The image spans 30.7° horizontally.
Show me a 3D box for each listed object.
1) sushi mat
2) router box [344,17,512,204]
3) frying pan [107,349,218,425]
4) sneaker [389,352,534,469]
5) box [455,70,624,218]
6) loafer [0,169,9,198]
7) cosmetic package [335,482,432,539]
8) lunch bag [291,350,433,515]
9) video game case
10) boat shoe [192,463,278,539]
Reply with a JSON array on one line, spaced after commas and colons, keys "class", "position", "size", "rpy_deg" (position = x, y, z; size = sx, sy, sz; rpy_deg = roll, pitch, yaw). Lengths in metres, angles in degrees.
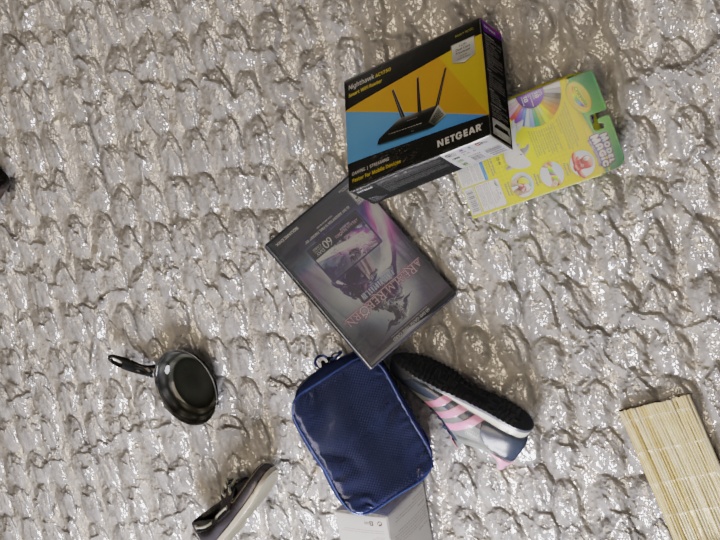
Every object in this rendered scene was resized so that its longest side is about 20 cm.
[{"class": "sushi mat", "position": [0.379, 0.243, 1.528], "size": [0.095, 0.012, 0.201], "rpy_deg": [-21, 96, 34]}, {"class": "router box", "position": [0.073, -0.178, 1.492], "size": [0.199, 0.051, 0.151], "rpy_deg": [-20, 62, 34]}, {"class": "frying pan", "position": [-0.275, 0.167, 1.887], "size": [0.189, 0.031, 0.116], "rpy_deg": [-5, 105, 36]}, {"class": "sneaker", "position": [0.113, 0.177, 1.630], "size": [0.199, 0.070, 0.083], "rpy_deg": [30, 118, 20]}, {"class": "box", "position": [0.197, -0.144, 1.476], "size": [0.199, 0.048, 0.118], "rpy_deg": [-17, 97, 37]}, {"class": "loafer", "position": [-0.613, -0.150, 1.948], "size": [0.199, 0.073, 0.071], "rpy_deg": [35, 122, 17]}, {"class": "cosmetic package", "position": [0.041, 0.388, 1.730], "size": [0.084, 0.107, 0.202], "rpy_deg": [1, 107, 31]}, {"class": "lunch bag", "position": [-0.002, 0.194, 1.659], "size": [0.135, 0.132, 0.201], "rpy_deg": [-29, 90, 1]}, {"class": "video game case", "position": [0.000, 0.000, 1.608], "size": [0.200, 0.143, 0.019], "rpy_deg": [49, 168, 7]}, {"class": "boat shoe", "position": [-0.183, 0.329, 1.858], "size": [0.063, 0.073, 0.200], "rpy_deg": [43, 129, 10]}]
